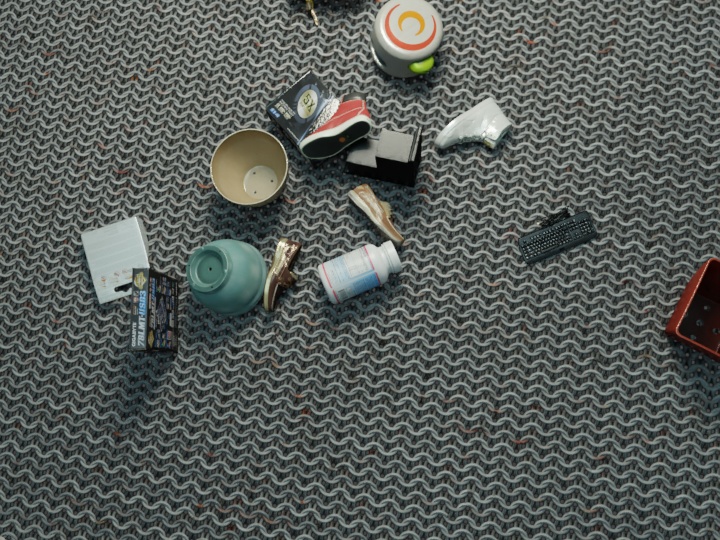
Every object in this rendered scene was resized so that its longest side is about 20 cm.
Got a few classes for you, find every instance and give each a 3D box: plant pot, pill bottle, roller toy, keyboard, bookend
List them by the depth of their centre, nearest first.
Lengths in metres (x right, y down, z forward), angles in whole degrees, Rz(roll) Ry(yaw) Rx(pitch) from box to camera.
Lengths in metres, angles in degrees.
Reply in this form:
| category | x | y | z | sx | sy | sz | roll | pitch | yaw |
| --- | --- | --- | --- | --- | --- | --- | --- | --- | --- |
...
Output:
| category | x | y | z | sx | sy | sz | roll | pitch | yaw |
| --- | --- | --- | --- | --- | --- | --- | --- | --- | --- |
| plant pot | 0.838 | 0.116 | 1.451 | 0.200 | 0.176 | 0.200 | 28 | 83 | 9 |
| plant pot | -0.355 | 0.007 | 1.562 | 0.200 | 0.134 | 0.201 | -4 | 76 | 17 |
| pill bottle | 0.000 | 0.000 | 1.570 | 0.200 | 0.109 | 0.109 | -22 | 79 | 0 |
| bookend | 0.051 | -0.303 | 1.575 | 0.200 | 0.199 | 0.092 | 12 | 81 | 8 |
| keyboard | 0.501 | -0.099 | 1.585 | 0.200 | 0.040 | 0.104 | -23 | 80 | -1 |
| plant pot | -0.277 | -0.251 | 1.623 | 0.200 | 0.134 | 0.201 | -1 | 79 | 5 |
| roller toy | 0.121 | -0.623 | 1.658 | 0.182 | 0.140 | 0.200 | 19 | 79 | -3 |

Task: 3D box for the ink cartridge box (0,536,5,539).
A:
| category | x | y | z | sx | sy | sz | roll | pitch | yaw |
| --- | --- | --- | --- | --- | --- | --- | --- | --- | --- |
| ink cartridge box | -0.958 | 0.778 | 1.516 | 0.200 | 0.083 | 0.147 | -35 | 79 | -2 |

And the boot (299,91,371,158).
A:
| category | x | y | z | sx | sy | sz | roll | pitch | yaw |
| --- | --- | --- | --- | --- | --- | --- | --- | --- | --- |
| boot | -0.068 | -0.377 | 1.585 | 0.200 | 0.072 | 0.145 | -22 | 51 | 18 |

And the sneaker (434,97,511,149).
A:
| category | x | y | z | sx | sy | sz | roll | pitch | yaw |
| --- | --- | --- | --- | --- | --- | --- | --- | --- | --- |
| sneaker | 0.304 | -0.359 | 1.630 | 0.200 | 0.074 | 0.116 | -35 | 76 | -4 |

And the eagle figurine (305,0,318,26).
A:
| category | x | y | z | sx | sy | sz | roll | pitch | yaw |
| --- | --- | --- | --- | --- | --- | --- | --- | --- | --- |
| eagle figurine | -0.090 | -0.811 | 1.705 | 0.152 | 0.200 | 0.151 | 44 | 41 | -21 |

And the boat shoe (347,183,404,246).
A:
| category | x | y | z | sx | sy | sz | roll | pitch | yaw |
| --- | --- | --- | --- | --- | --- | --- | --- | --- | --- |
| boat shoe | 0.052 | -0.150 | 1.612 | 0.072 | 0.076 | 0.200 | -40 | 81 | -5 |

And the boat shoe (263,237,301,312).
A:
| category | x | y | z | sx | sy | sz | roll | pitch | yaw |
| --- | --- | --- | --- | --- | --- | --- | --- | --- | --- |
| boat shoe | -0.199 | 0.016 | 1.604 | 0.072 | 0.072 | 0.200 | 13 | 77 | 6 |

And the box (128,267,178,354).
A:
| category | x | y | z | sx | sy | sz | roll | pitch | yaw |
| --- | --- | --- | --- | --- | --- | --- | --- | --- | --- |
| box | -0.513 | 0.106 | 1.544 | 0.050 | 0.199 | 0.200 | -3 | 81 | 6 |

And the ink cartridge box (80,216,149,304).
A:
| category | x | y | z | sx | sy | sz | roll | pitch | yaw |
| --- | --- | --- | --- | --- | --- | --- | --- | --- | --- |
| ink cartridge box | -0.645 | -0.027 | 1.662 | 0.160 | 0.047 | 0.200 | -18 | 84 | 1 |

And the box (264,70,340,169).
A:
| category | x | y | z | sx | sy | sz | roll | pitch | yaw |
| --- | --- | --- | --- | --- | --- | --- | --- | --- | --- |
| box | -0.129 | -0.405 | 1.664 | 0.164 | 0.086 | 0.200 | -40 | 79 | -4 |
